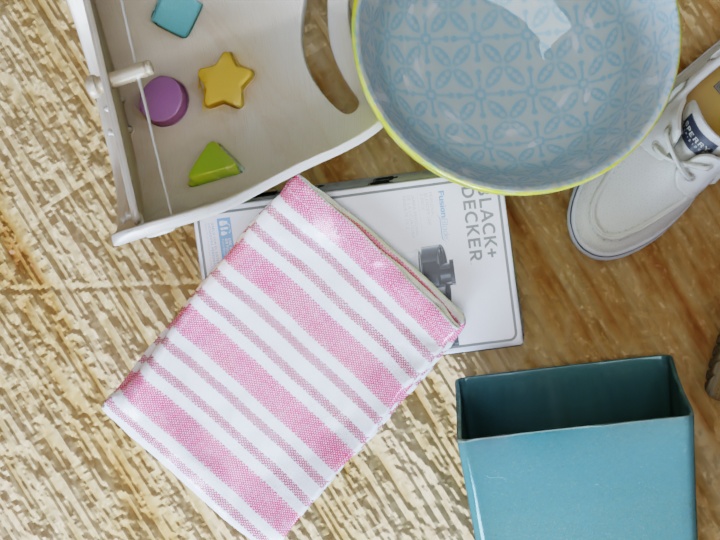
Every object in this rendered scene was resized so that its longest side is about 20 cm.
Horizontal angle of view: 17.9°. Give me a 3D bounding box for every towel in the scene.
[{"bbox_3d":[-0.048,0.060,1.421,0.146,0.030,0.200,40,97,-1],"label":"towel"}]

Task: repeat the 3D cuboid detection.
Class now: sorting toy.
[{"bbox_3d":[-0.082,-0.123,1.418,0.180,0.107,0.201,-14,78,2],"label":"sorting toy"}]

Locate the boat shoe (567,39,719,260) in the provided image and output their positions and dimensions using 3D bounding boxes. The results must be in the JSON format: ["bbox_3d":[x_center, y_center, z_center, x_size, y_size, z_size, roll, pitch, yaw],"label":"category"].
[{"bbox_3d":[0.208,-0.084,1.436,0.200,0.070,0.071,-43,92,5],"label":"boat shoe"}]

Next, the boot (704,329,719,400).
[{"bbox_3d":[0.328,0.028,1.438,0.166,0.072,0.200,31,92,2],"label":"boot"}]

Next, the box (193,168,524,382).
[{"bbox_3d":[0.000,0.000,1.458,0.199,0.060,0.117,-6,95,3],"label":"box"}]

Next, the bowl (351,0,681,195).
[{"bbox_3d":[0.088,-0.139,1.411,0.199,0.108,0.201,1,85,-6],"label":"bowl"}]

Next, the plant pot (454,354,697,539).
[{"bbox_3d":[0.140,0.173,1.431,0.141,0.141,0.201,-6,102,3],"label":"plant pot"}]
